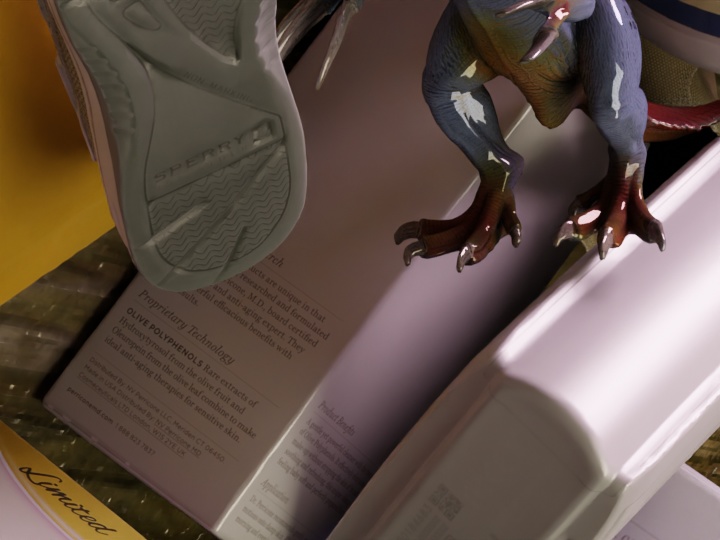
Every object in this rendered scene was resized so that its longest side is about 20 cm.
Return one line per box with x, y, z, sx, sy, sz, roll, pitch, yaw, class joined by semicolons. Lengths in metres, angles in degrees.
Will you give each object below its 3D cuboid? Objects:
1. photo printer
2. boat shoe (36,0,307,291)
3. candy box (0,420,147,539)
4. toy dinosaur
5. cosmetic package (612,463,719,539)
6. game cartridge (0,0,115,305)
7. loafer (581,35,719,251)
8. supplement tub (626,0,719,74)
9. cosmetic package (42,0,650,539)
0.080;0.041;0.944;0.200;0.069;0.167;-40;170;-43;photo printer
-0.055;-0.084;0.752;0.074;0.065;0.203;-24;138;-16;boat shoe
-0.137;0.127;0.819;0.199;0.136;0.061;-23;140;-48;candy box
0.032;-0.091;0.841;0.200;0.104;0.183;-49;134;-58;toy dinosaur
0.056;0.154;1.133;0.200;0.167;0.166;-53;152;-4;cosmetic package
-0.091;-0.079;0.789;0.176;0.032;0.201;-36;149;-34;game cartridge
0.106;-0.038;1.083;0.200;0.075;0.068;66;20;-56;loafer
0.149;-0.177;0.931;0.145;0.145;0.201;-34;139;-36;supplement tub
0.000;0.000;0.961;0.200;0.085;0.108;-54;154;-7;cosmetic package
